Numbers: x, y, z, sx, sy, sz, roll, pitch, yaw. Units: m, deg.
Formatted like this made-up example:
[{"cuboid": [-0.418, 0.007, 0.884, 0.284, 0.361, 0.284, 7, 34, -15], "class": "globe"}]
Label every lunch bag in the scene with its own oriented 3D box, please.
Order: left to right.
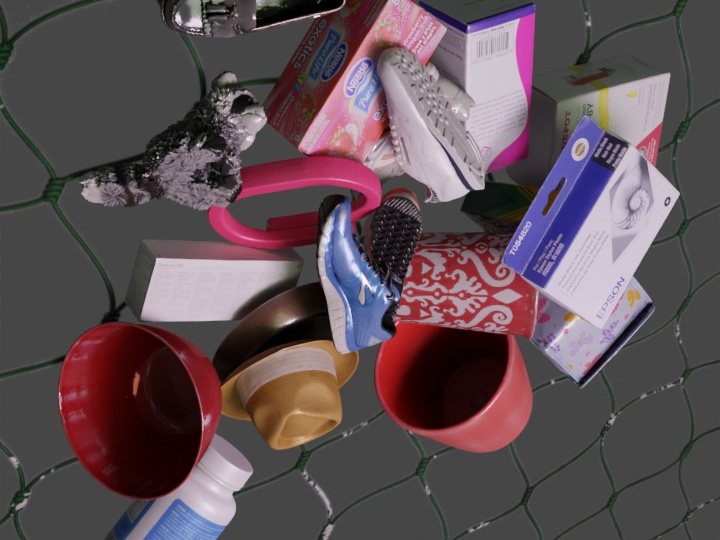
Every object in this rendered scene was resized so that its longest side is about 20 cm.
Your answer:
[{"cuboid": [0.332, 0.070, 1.792, 0.170, 0.127, 0.200, -46, 141, 1], "class": "lunch bag"}]

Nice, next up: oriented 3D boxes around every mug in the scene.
[{"cuboid": [0.118, 0.016, 1.558, 0.197, 0.178, 0.135, 3, 82, 2], "class": "mug"}]

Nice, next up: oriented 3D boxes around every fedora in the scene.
[{"cuboid": [-0.078, 0.156, 1.463, 0.198, 0.082, 0.201, -19, 154, -9], "class": "fedora"}]

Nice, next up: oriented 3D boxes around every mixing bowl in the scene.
[{"cuboid": [-0.230, 0.146, 1.394, 0.108, 0.199, 0.202, -19, 133, -61], "class": "mixing bowl"}]

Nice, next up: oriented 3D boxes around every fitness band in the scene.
[{"cuboid": [-0.074, -0.077, 1.384, 0.197, 0.038, 0.144, -9, 152, 13], "class": "fitness band"}]

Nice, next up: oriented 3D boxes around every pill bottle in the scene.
[{"cuboid": [-0.224, 0.303, 1.531, 0.201, 0.112, 0.112, -51, 135, 4], "class": "pill bottle"}]

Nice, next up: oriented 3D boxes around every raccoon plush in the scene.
[{"cuboid": [-0.196, -0.146, 1.309, 0.197, 0.135, 0.097, 2, 139, -2], "class": "raccoon plush"}]

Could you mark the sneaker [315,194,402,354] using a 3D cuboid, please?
[{"cuboid": [0.000, 0.000, 1.369, 0.088, 0.079, 0.202, -8, 127, 6], "class": "sneaker"}]

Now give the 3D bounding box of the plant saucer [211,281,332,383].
[{"cuboid": [-0.088, 0.094, 1.507, 0.199, 0.035, 0.201, -27, 150, -17], "class": "plant saucer"}]

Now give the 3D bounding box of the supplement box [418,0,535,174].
[{"cuboid": [0.137, -0.225, 1.469, 0.100, 0.103, 0.202, -21, 127, -26], "class": "supplement box"}]

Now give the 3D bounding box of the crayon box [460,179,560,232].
[{"cuboid": [0.242, -0.059, 1.582, 0.125, 0.199, 0.052, 35, 73, -44], "class": "crayon box"}]

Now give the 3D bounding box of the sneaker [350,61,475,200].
[{"cuboid": [0.060, -0.141, 1.433, 0.091, 0.076, 0.201, 31, 129, -5], "class": "sneaker"}]

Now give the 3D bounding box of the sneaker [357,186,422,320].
[{"cuboid": [0.023, -0.008, 1.459, 0.070, 0.094, 0.202, 19, 114, -3], "class": "sneaker"}]

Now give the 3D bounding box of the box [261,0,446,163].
[{"cuboid": [-0.010, -0.219, 1.363, 0.095, 0.100, 0.201, 25, 102, -44], "class": "box"}]

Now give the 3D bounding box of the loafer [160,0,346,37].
[{"cuboid": [-0.106, -0.281, 1.277, 0.198, 0.063, 0.073, -18, 127, -27], "class": "loafer"}]

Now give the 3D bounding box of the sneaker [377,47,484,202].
[{"cuboid": [0.062, -0.151, 1.345, 0.080, 0.077, 0.201, -17, 126, 27], "class": "sneaker"}]

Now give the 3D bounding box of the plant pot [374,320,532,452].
[{"cuboid": [0.140, 0.152, 1.669, 0.201, 0.200, 0.177, -47, 145, -1], "class": "plant pot"}]

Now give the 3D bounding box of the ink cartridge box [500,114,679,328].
[{"cuboid": [0.276, -0.053, 1.458, 0.199, 0.040, 0.201, 29, 92, -45], "class": "ink cartridge box"}]

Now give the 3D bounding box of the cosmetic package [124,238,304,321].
[{"cuboid": [-0.167, 0.011, 1.428, 0.198, 0.051, 0.083, 1, 121, -38], "class": "cosmetic package"}]

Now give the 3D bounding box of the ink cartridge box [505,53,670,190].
[{"cuboid": [0.299, -0.189, 1.626, 0.198, 0.083, 0.147, -17, 127, -28], "class": "ink cartridge box"}]
